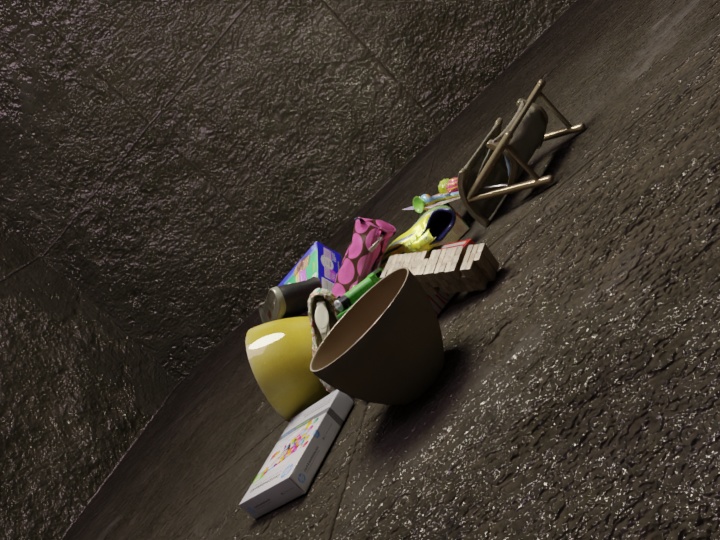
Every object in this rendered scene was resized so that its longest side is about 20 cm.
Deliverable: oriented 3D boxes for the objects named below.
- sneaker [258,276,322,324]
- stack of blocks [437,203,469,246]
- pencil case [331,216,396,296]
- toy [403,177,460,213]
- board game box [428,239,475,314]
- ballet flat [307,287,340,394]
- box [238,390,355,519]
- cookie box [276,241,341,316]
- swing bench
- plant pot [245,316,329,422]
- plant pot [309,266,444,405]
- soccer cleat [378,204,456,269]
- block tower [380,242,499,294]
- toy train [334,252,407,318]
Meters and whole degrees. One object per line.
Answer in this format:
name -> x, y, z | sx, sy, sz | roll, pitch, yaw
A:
sneaker -> -0.141, 0.078, 1.468 | 0.105, 0.075, 0.200 | -17, -13, -24
stack of blocks -> 0.139, -0.052, 1.556 | 0.200, 0.059, 0.115 | -44, 9, 10
pencil case -> 0.000, 0.000, 1.354 | 0.094, 0.090, 0.202 | 37, 112, 58
toy -> 0.195, -0.176, 1.563 | 0.199, 0.048, 0.115 | -25, 15, -31
board game box -> 0.132, 0.019, 1.315 | 0.152, 0.046, 0.200 | -49, 9, -12
ballet flat -> -0.058, 0.127, 1.263 | 0.075, 0.202, 0.064 | -16, -11, 3
box -> -0.103, 0.300, 1.185 | 0.156, 0.041, 0.200 | -39, 13, 41
cookie box -> -0.126, 0.065, 1.588 | 0.200, 0.075, 0.172 | -47, 28, 27
swing bench -> 0.293, -0.223, 1.382 | 0.200, 0.130, 0.199 | -35, 15, 51
plant pot -> -0.105, 0.166, 1.360 | 0.141, 0.201, 0.200 | -29, 12, 10
plant pot -> 0.043, 0.113, 1.033 | 0.200, 0.134, 0.200 | -44, 10, 10
soccer cleat -> 0.107, -0.049, 1.377 | 0.200, 0.065, 0.084 | -48, 12, -8
block tower -> 0.123, 0.002, 1.180 | 0.199, 0.058, 0.054 | -9, 44, 41
toy train -> 0.029, 0.031, 1.290 | 0.199, 0.057, 0.042 | -35, 2, -35
